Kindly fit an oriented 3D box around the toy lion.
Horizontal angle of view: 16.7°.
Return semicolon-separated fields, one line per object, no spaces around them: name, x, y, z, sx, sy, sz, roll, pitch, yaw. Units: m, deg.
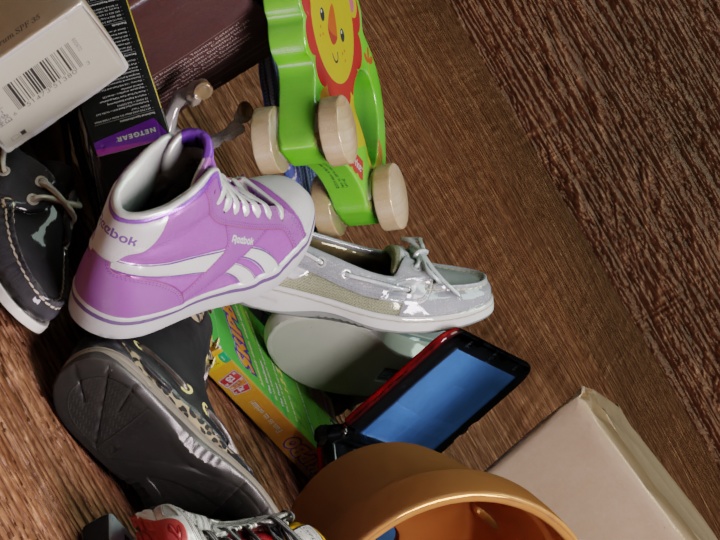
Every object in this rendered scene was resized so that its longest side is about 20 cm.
toy lion;-0.023;-0.143;1.719;0.200;0.068;0.193;49;38;-63

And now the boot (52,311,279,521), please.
boot;-0.106;0.093;1.493;0.200;0.073;0.151;47;19;-22

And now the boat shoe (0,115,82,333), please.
boat shoe;-0.198;-0.047;1.471;0.074;0.060;0.201;49;17;-39

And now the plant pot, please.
plant pot;0.034;0.199;1.566;0.200;0.200;0.140;52;-1;-31

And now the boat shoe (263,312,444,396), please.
boat shoe;0.003;0.047;1.814;0.200;0.070;0.072;17;39;-40

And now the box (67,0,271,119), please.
box;-0.170;-0.211;1.701;0.167;0.164;0.200;64;14;16

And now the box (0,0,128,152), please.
box;-0.231;-0.179;1.464;0.200;0.095;0.078;53;-2;31

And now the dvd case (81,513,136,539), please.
dvd case;-0.086;0.245;1.342;0.200;0.025;0.151;53;14;-30

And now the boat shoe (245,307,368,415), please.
boat shoe;-0.050;0.039;1.848;0.200;0.057;0.067;48;17;-42

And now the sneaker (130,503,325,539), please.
sneaker;-0.064;0.161;1.377;0.078;0.082;0.200;60;9;23

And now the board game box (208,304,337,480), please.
board game box;-0.072;0.074;1.760;0.200;0.030;0.096;53;14;-40

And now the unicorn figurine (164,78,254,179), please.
unicorn figurine;-0.124;-0.065;1.704;0.074;0.137;0.201;34;42;-17

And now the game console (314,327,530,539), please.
game console;0.056;0.148;1.783;0.200;0.118;0.173;27;54;-67

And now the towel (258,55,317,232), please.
towel;-0.051;-0.074;1.826;0.201;0.024;0.145;72;5;-46

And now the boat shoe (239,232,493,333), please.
boat shoe;-0.001;-0.001;1.723;0.074;0.201;0.065;-107;-154;-71

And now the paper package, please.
paper package;0.146;0.219;1.711;0.191;0.200;0.103;53;12;19

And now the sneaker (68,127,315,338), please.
sneaker;-0.083;-0.039;1.455;0.072;0.115;0.200;33;35;20

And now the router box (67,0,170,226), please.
router box;-0.153;-0.080;1.553;0.200;0.051;0.150;89;-16;-59
